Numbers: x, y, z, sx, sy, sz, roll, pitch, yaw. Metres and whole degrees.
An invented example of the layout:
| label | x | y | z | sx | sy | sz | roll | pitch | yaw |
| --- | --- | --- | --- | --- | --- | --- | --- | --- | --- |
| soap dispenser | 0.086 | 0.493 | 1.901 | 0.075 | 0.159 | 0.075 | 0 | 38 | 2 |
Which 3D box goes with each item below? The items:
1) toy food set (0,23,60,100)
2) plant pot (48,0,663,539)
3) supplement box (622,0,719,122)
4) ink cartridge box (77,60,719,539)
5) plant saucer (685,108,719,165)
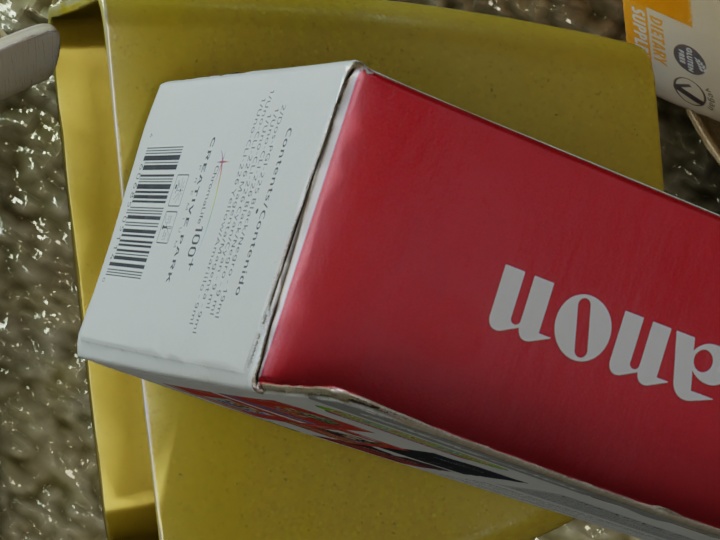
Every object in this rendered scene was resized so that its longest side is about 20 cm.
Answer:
| label | x | y | z | sx | sy | sz | roll | pitch | yaw |
| --- | --- | --- | --- | --- | --- | --- | --- | --- | --- |
| toy food set | -0.208 | -0.099 | 0.745 | 0.143 | 0.060 | 0.200 | -27 | 52 | -22 |
| plant pot | 0.000 | 0.000 | 0.760 | 0.176 | 0.200 | 0.201 | -8 | 96 | -12 |
| supplement box | 0.176 | -0.087 | 0.688 | 0.200 | 0.126 | 0.074 | 25 | 61 | 30 |
| ink cartridge box | 0.053 | 0.019 | 0.593 | 0.200 | 0.175 | 0.084 | 20 | 84 | -25 |
| plant saucer | 0.205 | -0.101 | 0.813 | 0.200 | 0.035 | 0.201 | 0 | 96 | 1 |
